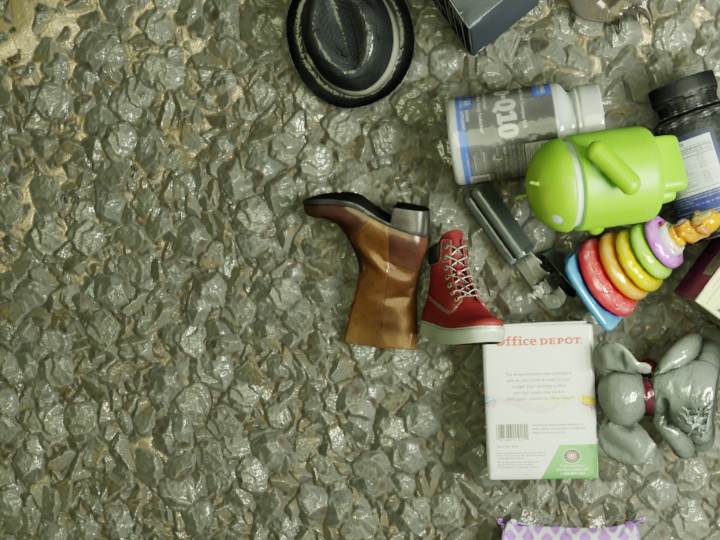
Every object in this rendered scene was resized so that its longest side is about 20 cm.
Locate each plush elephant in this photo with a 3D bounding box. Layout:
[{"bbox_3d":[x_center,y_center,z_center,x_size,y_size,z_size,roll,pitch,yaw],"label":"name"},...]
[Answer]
[{"bbox_3d":[0.371,0.158,1.354,0.152,0.199,0.168,7,100,22],"label":"plush elephant"}]

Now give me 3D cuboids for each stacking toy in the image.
[{"bbox_3d":[0.362,-0.023,1.333,0.199,0.116,0.111,-35,88,37],"label":"stacking toy"}]

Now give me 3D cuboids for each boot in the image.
[{"bbox_3d":[0.130,0.021,1.369,0.071,0.200,0.147,4,92,-18],"label":"boot"},{"bbox_3d":[0.000,0.000,1.465,0.185,0.069,0.203,9,105,9],"label":"boot"}]

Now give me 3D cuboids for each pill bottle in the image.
[{"bbox_3d":[0.214,-0.181,1.388,0.197,0.114,0.116,-8,90,8],"label":"pill bottle"},{"bbox_3d":[0.437,-0.144,1.356,0.110,0.112,0.203,-17,89,9],"label":"pill bottle"}]

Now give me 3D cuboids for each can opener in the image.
[{"bbox_3d":[0.216,-0.035,1.431,0.066,0.053,0.201,-38,87,-27],"label":"can opener"}]

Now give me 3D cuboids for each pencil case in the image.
[{"bbox_3d":[0.277,0.373,1.414,0.196,0.084,0.087,0,68,7],"label":"pencil case"}]

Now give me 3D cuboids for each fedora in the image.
[{"bbox_3d":[-0.019,-0.322,1.429,0.197,0.092,0.204,0,92,8],"label":"fedora"}]

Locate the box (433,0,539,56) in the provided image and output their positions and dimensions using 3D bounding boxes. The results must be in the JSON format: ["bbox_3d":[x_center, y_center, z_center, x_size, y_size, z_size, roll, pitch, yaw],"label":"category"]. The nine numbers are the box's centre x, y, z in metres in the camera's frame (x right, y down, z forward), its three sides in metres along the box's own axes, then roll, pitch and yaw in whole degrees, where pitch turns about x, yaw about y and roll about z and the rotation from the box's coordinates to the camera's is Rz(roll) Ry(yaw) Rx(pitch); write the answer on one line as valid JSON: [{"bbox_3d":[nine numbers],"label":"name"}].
[{"bbox_3d":[0.130,-0.401,1.352,0.123,0.200,0.200,-35,87,7],"label":"box"}]

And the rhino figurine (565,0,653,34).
[{"bbox_3d":[0.302,-0.377,1.397,0.199,0.060,0.088,38,93,4],"label":"rhino figurine"}]

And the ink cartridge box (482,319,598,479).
[{"bbox_3d":[0.236,0.168,1.409,0.142,0.084,0.204,-2,91,8],"label":"ink cartridge box"}]

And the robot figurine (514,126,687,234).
[{"bbox_3d":[0.291,-0.111,1.301,0.196,0.176,0.118,-8,78,-5],"label":"robot figurine"}]

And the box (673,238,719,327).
[{"bbox_3d":[0.507,0.053,1.318,0.199,0.176,0.097,38,97,6],"label":"box"}]
